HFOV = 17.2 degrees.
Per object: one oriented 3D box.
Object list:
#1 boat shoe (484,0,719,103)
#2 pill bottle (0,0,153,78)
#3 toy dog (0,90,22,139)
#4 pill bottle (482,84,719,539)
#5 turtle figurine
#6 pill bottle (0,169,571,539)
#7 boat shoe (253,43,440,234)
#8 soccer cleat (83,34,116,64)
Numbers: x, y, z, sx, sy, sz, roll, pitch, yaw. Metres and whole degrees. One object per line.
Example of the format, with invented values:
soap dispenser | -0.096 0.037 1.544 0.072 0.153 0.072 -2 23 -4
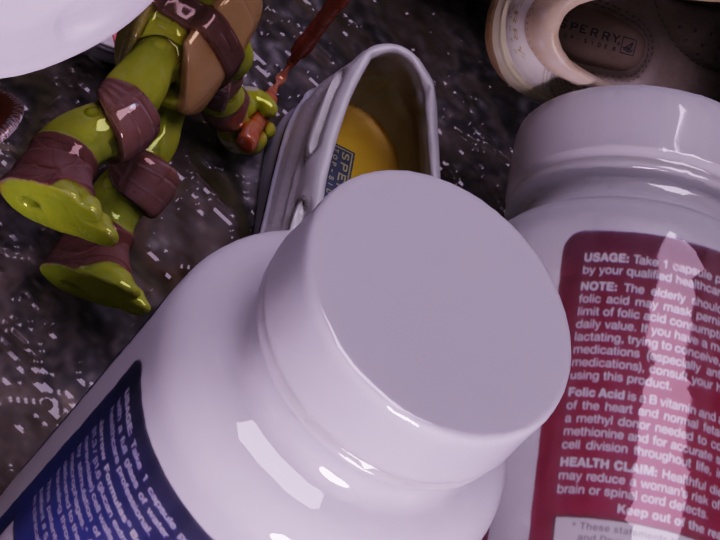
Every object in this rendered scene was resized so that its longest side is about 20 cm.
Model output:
boat shoe | 0.145 -0.069 0.856 0.199 0.065 0.073 12 96 -18
pill bottle | -0.132 -0.163 0.721 0.113 0.114 0.201 0 44 -34
toy dog | -0.172 -0.064 0.732 0.131 0.096 0.201 32 47 -12
pill bottle | 0.087 0.047 0.805 0.114 0.114 0.201 20 63 -21
turtle figurine | -0.060 -0.076 0.794 0.064 0.200 0.162 27 67 7
pill bottle | -0.027 0.059 0.683 0.110 0.200 0.112 18 51 -23
boat shoe | 0.004 0.001 0.825 0.074 0.086 0.203 23 49 -18
soccer cleat | -0.122 -0.150 0.853 0.200 0.073 0.068 41 44 -5
